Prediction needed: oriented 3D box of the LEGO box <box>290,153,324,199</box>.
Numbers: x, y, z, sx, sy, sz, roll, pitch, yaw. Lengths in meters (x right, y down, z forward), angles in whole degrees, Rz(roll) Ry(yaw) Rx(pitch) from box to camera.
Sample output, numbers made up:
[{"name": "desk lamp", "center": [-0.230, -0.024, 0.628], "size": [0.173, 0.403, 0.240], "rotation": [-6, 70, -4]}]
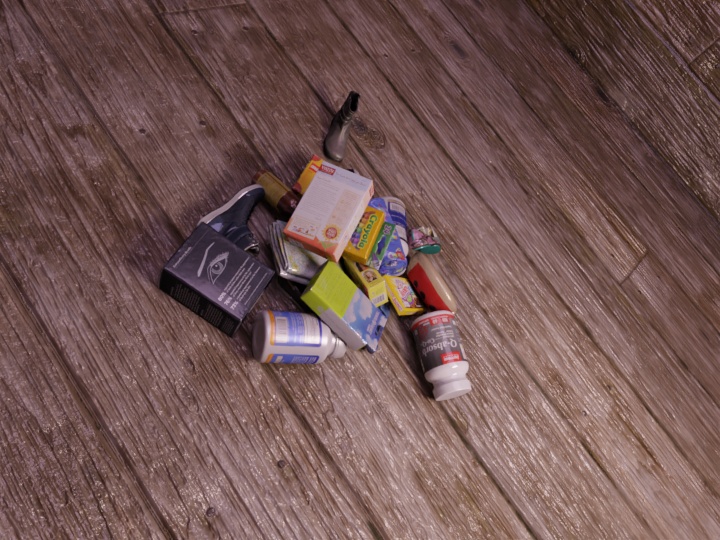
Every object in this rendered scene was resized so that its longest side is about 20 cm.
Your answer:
[{"name": "LEGO box", "center": [-0.085, -0.196, 1.423], "size": [0.198, 0.077, 0.150], "rotation": [33, 51, -8]}]

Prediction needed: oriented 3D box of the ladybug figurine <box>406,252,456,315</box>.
[{"name": "ladybug figurine", "center": [0.187, 0.044, 1.415], "size": [0.071, 0.136, 0.201], "rotation": [-33, 64, 0]}]

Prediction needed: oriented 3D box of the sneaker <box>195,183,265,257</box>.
[{"name": "sneaker", "center": [-0.270, -0.109, 1.258], "size": [0.146, 0.077, 0.202], "rotation": [39, 60, 11]}]

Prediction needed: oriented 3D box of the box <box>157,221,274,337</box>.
[{"name": "box", "center": [-0.313, 0.019, 1.145], "size": [0.199, 0.104, 0.149], "rotation": [36, 54, -6]}]

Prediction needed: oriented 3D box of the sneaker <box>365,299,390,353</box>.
[{"name": "sneaker", "center": [0.035, 0.105, 1.300], "size": [0.081, 0.074, 0.203], "rotation": [-5, 62, 5]}]

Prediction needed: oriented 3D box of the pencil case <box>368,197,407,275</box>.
[{"name": "pencil case", "center": [0.051, -0.083, 1.315], "size": [0.085, 0.078, 0.203], "rotation": [-5, 63, -29]}]

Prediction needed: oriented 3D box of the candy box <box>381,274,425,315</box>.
[{"name": "candy box", "center": [0.111, 0.064, 1.345], "size": [0.103, 0.026, 0.199], "rotation": [59, 16, 14]}]

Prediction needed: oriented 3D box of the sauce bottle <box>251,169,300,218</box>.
[{"name": "sauce bottle", "center": [-0.193, -0.176, 1.327], "size": [0.066, 0.067, 0.200], "rotation": [-29, 62, -38]}]

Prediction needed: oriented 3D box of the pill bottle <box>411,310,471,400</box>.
[{"name": "pill bottle", "center": [0.206, 0.214, 1.321], "size": [0.114, 0.116, 0.203], "rotation": [0, 62, -29]}]

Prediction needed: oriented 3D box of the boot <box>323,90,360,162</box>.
[{"name": "boot", "center": [-0.051, -0.430, 1.547], "size": [0.067, 0.131, 0.203], "rotation": [18, 55, -18]}]

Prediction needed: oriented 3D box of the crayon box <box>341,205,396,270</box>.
[{"name": "crayon box", "center": [-0.025, -0.099, 1.248], "size": [0.197, 0.052, 0.127], "rotation": [21, 73, 7]}]

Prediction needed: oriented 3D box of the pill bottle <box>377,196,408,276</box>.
[{"name": "pill bottle", "center": [0.072, -0.089, 1.425], "size": [0.114, 0.116, 0.203], "rotation": [13, 57, -22]}]

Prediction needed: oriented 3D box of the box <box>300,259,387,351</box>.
[{"name": "box", "center": [-0.033, 0.084, 1.181], "size": [0.200, 0.047, 0.123], "rotation": [46, 36, -13]}]

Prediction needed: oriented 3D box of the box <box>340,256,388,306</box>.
[{"name": "box", "center": [0.000, 0.000, 1.298], "size": [0.049, 0.076, 0.201], "rotation": [-25, 47, -12]}]

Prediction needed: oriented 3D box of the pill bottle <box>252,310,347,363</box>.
[{"name": "pill bottle", "center": [-0.133, 0.150, 1.169], "size": [0.197, 0.112, 0.114], "rotation": [7, 59, -27]}]

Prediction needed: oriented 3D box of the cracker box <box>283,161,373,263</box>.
[{"name": "cracker box", "center": [-0.070, -0.135, 1.201], "size": [0.132, 0.058, 0.202], "rotation": [24, 74, 14]}]

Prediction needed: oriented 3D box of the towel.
[{"name": "towel", "center": [-0.127, -0.030, 1.270], "size": [0.198, 0.048, 0.173], "rotation": [18, 37, -37]}]

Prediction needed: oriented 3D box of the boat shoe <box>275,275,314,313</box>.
[{"name": "boat shoe", "center": [-0.115, 0.067, 1.261], "size": [0.200, 0.061, 0.072], "rotation": [39, 50, -4]}]

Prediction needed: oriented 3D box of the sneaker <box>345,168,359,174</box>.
[{"name": "sneaker", "center": [-0.048, -0.183, 1.339], "size": [0.085, 0.081, 0.203], "rotation": [10, 54, -12]}]

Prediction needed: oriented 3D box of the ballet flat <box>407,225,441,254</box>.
[{"name": "ballet flat", "center": [0.180, -0.088, 1.464], "size": [0.199, 0.068, 0.073], "rotation": [4, 74, -65]}]
